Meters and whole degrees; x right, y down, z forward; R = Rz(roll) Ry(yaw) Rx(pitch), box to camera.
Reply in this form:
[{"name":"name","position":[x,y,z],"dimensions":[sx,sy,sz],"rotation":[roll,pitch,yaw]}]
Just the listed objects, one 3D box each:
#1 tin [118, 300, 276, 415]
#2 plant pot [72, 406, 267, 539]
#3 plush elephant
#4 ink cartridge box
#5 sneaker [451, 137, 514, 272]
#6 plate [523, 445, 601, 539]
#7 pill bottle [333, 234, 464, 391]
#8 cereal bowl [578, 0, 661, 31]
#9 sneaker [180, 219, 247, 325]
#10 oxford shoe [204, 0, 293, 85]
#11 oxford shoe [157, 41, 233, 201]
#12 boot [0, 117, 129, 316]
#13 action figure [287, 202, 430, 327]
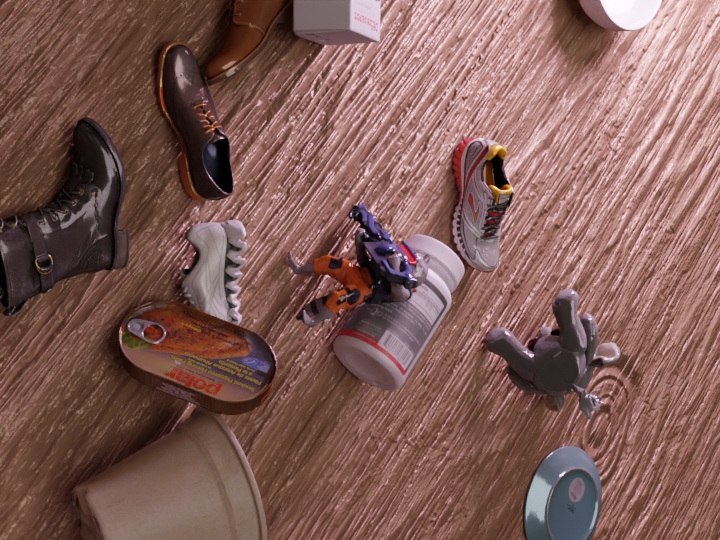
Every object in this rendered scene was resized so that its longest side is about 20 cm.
[{"name":"tin","position":[-0.198,0.106,1.572],"dimensions":[0.042,0.197,0.113],"rotation":[105,9,-45]},{"name":"plant pot","position":[-0.237,0.288,1.554],"dimensions":[0.181,0.200,0.203],"rotation":[-19,106,-26]},{"name":"plush elephant","position":[0.317,0.140,2.049],"dimensions":[0.164,0.155,0.201],"rotation":[-37,83,9]},{"name":"ink cartridge box","position":[-0.028,-0.403,1.698],"dimensions":[0.146,0.082,0.204],"rotation":[-13,104,-73]},{"name":"sneaker","position":[0.186,-0.097,1.947],"dimensions":[0.077,0.082,0.203],"rotation":[-13,102,-39]},{"name":"plate","position":[0.346,0.395,2.164],"dimensions":[0.198,0.025,0.204],"rotation":[-4,96,-40]},{"name":"pill bottle","position":[0.057,0.057,1.826],"dimensions":[0.114,0.113,0.201],"rotation":[49,63,-32]},{"name":"cereal bowl","position":[0.407,-0.489,2.110],"dimensions":[0.198,0.083,0.204],"rotation":[-5,97,-40]},{"name":"sneaker","position":[-0.191,0.036,1.645],"dimensions":[0.080,0.075,0.203],"rotation":[1,95,-21]},{"name":"oxford shoe","position":[-0.150,-0.310,1.650],"dimensions":[0.071,0.071,0.201],"rotation":[51,50,-26]},{"name":"oxford shoe","position":[-0.196,-0.186,1.611],"dimensions":[0.071,0.072,0.203],"rotation":[-27,110,-36]},{"name":"boot","position":[-0.354,-0.063,1.486],"dimensions":[0.173,0.069,0.203],"rotation":[-18,107,-40]},{"name":"action figure","position":[0.000,0.000,1.761],"dimensions":[0.190,0.201,0.106],"rotation":[-8,126,-10]}]
